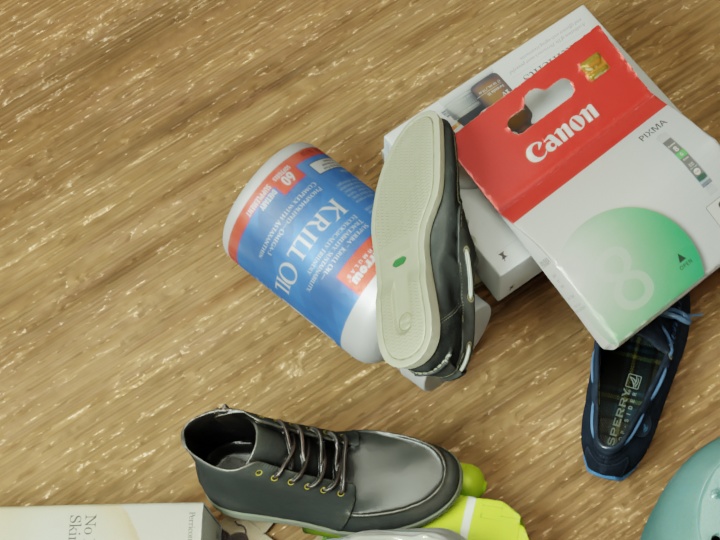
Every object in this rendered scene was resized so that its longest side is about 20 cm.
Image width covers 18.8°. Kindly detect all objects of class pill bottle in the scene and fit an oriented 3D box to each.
[{"bbox_3d":[0.000,0.000,1.669,0.200,0.112,0.112,37,77,18],"label":"pill bottle"}]

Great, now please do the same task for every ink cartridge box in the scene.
[{"bbox_3d":[0.186,-0.066,1.613,0.161,0.050,0.200,-37,89,-14],"label":"ink cartridge box"}]

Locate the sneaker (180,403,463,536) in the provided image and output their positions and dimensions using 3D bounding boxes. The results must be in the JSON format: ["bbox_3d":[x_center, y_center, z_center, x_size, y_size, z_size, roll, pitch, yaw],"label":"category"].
[{"bbox_3d":[-0.029,0.145,1.576,0.199,0.106,0.075,-2,67,11],"label":"sneaker"}]

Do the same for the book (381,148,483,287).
[{"bbox_3d":[0.134,-0.092,1.728,0.199,0.048,0.134,-30,68,-8],"label":"book"}]

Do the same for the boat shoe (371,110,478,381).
[{"bbox_3d":[0.052,-0.018,1.591,0.072,0.067,0.201,-20,62,44],"label":"boat shoe"}]

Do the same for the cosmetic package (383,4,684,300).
[{"bbox_3d":[0.140,-0.093,1.681,0.200,0.052,0.151,-34,70,-13],"label":"cosmetic package"}]

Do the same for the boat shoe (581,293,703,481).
[{"bbox_3d":[0.216,0.059,1.646,0.084,0.069,0.201,5,69,8],"label":"boat shoe"}]

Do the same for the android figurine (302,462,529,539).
[{"bbox_3d":[0.048,0.225,1.606,0.199,0.041,0.183,7,69,12],"label":"android figurine"}]

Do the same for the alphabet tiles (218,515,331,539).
[{"bbox_3d":[-0.055,0.254,1.633,0.167,0.008,0.200,35,77,17],"label":"alphabet tiles"}]

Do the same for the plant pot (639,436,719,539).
[{"bbox_3d":[0.295,0.198,1.534,0.199,0.161,0.202,-2,68,6],"label":"plant pot"}]

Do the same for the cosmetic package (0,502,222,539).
[{"bbox_3d":[-0.208,0.232,1.618,0.199,0.073,0.104,-4,67,8],"label":"cosmetic package"}]

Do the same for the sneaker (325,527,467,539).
[{"bbox_3d":[-0.019,0.218,1.557,0.199,0.080,0.071,-16,70,8],"label":"sneaker"}]
